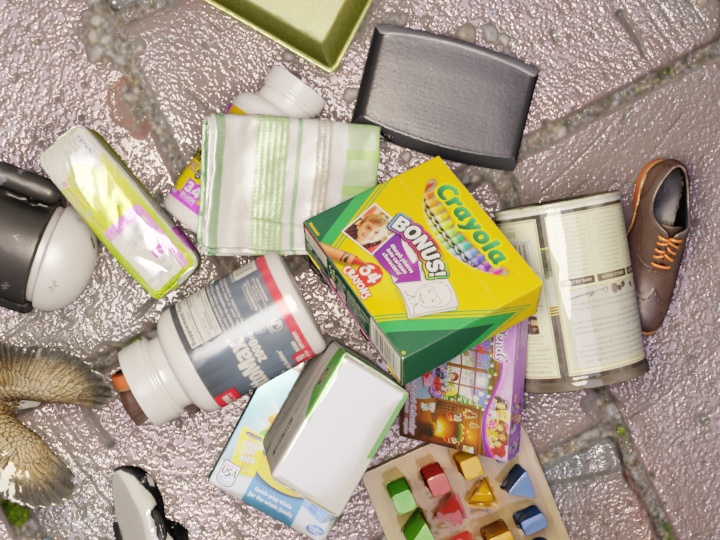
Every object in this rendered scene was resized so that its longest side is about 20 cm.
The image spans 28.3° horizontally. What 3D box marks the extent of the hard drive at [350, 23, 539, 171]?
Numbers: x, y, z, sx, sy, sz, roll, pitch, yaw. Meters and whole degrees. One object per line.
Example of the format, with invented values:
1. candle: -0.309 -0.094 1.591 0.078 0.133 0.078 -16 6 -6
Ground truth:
1. hard drive: 0.098 -0.197 1.623 0.197 0.042 0.137 15 91 -4

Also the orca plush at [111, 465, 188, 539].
1. orca plush: -0.213 0.308 1.606 0.071 0.105 0.201 -15 65 -40

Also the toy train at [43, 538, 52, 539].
1. toy train: -0.352 0.411 1.613 0.149 0.056 0.202 23 87 -3

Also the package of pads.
1. package of pads: -0.256 -0.063 1.547 0.068 0.155 0.200 -41 94 -1

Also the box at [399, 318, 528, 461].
1. box: 0.113 0.097 1.572 0.135 0.039 0.203 10 106 27

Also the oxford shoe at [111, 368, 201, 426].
1. oxford shoe: -0.176 0.115 1.608 0.197 0.071 0.073 -19 100 6

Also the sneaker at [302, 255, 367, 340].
1. sneaker: 0.000 0.000 1.619 0.079 0.075 0.201 -40 99 -17

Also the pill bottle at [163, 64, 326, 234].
1. pill bottle: -0.123 -0.124 1.580 0.104 0.104 0.201 35 89 -5

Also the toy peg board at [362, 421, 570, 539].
1. toy peg board: 0.129 0.289 1.617 0.197 0.098 0.202 -23 94 -3

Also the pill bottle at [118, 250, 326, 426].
1. pill bottle: -0.147 0.077 1.504 0.198 0.120 0.121 -29 94 0

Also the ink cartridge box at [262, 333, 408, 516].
1. ink cartridge box: -0.031 0.156 1.503 0.083 0.200 0.147 30 90 -8

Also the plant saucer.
1. plant saucer: -0.070 -0.354 1.602 0.198 0.048 0.202 29 90 -5

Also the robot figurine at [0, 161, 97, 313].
1. robot figurine: -0.385 -0.035 1.558 0.197 0.150 0.126 20 74 -4

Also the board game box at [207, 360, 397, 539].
1. board game box: -0.062 0.183 1.625 0.150 0.047 0.202 28 90 -5

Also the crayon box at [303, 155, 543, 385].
1. crayon box: 0.063 -0.005 1.485 0.171 0.059 0.201 -27 59 -17

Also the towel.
1. towel: -0.074 -0.088 1.528 0.197 0.031 0.152 1 99 -20

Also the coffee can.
1. coffee can: 0.234 0.022 1.589 0.144 0.146 0.203 -10 93 -3

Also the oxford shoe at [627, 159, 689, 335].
1. oxford shoe: 0.335 -0.026 1.623 0.070 0.073 0.203 5 92 -5

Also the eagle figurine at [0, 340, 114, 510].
1. eagle figurine: -0.382 0.146 1.552 0.150 0.198 0.153 -36 135 -38
